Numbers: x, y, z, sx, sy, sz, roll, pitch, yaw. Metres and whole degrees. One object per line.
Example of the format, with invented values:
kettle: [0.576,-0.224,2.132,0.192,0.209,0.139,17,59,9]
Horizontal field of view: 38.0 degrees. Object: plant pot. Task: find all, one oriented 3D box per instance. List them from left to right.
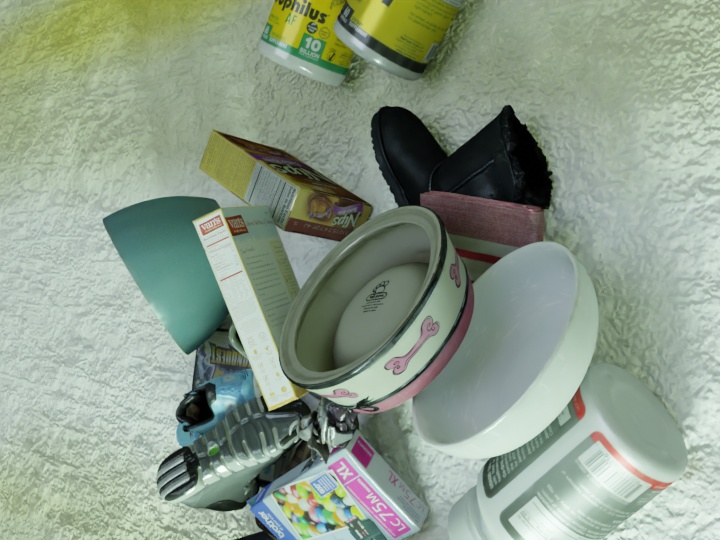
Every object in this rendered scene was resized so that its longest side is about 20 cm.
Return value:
plant pot: [-0.217,-0.016,1.327,0.134,0.201,0.201,-33,51,-6]

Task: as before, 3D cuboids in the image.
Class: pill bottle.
pill bottle: [-0.036,-0.331,1.227,0.112,0.112,0.203,36,108,44]
pill bottle: [0.063,-0.318,1.118,0.115,0.113,0.202,49,117,40]
pill bottle: [0.172,0.184,0.900,0.200,0.113,0.115,-49,51,29]

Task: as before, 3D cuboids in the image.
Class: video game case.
video game case: [-0.152,0.168,1.315,0.198,0.025,0.184,1,83,47]

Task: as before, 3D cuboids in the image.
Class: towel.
towel: [0.118,0.029,1.008,0.143,0.023,0.204,14,114,44]

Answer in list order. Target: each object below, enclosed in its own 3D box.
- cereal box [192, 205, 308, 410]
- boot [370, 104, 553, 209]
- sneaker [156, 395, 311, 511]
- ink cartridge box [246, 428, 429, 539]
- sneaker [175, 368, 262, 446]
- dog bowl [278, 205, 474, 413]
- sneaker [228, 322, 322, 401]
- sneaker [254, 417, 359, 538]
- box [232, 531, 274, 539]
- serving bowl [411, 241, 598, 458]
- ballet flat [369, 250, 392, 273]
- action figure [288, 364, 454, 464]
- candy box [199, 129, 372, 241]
cereal box: [-0.096,0.032,1.080,0.039,0.144,0.203,-23,88,15]
boot: [0.101,-0.112,1.066,0.162,0.073,0.201,-33,66,41]
sneaker: [-0.127,0.216,1.201,0.198,0.116,0.076,-27,53,10]
ink cartridge box: [-0.034,0.259,1.114,0.120,0.042,0.199,47,129,-8]
sneaker: [-0.187,0.166,1.258,0.200,0.089,0.080,-43,52,50]
dog bowl: [0.019,0.041,0.959,0.199,0.074,0.202,-35,30,23]
sneaker: [-0.069,0.103,1.186,0.198,0.079,0.075,19,91,30]
sneaker: [-0.052,0.229,1.177,0.201,0.070,0.076,-53,6,38]
box: [-0.117,0.372,1.137,0.199,0.156,0.051,28,117,46]
serving bowl: [0.131,0.077,0.887,0.200,0.065,0.201,-45,21,23]
ballet flat: [0.000,0.000,1.131,0.200,0.056,0.067,-41,65,62]
action figure: [0.007,0.118,1.037,0.198,0.070,0.131,-31,28,20]
candy box: [-0.091,-0.099,1.238,0.199,0.116,0.057,37,108,44]
